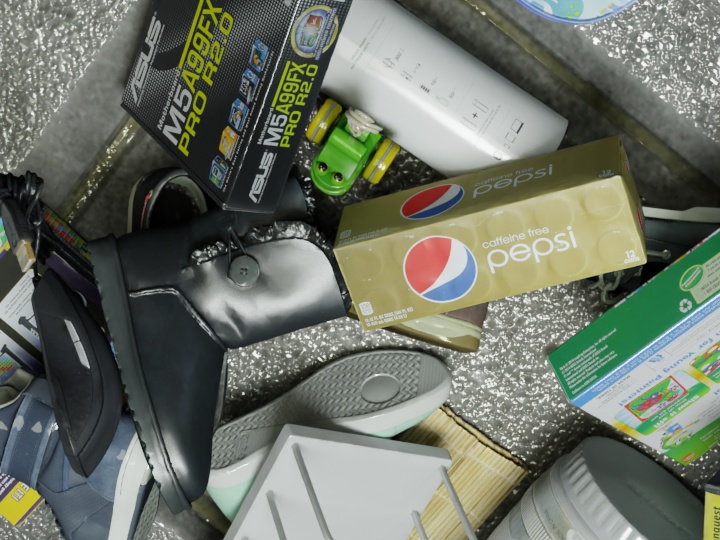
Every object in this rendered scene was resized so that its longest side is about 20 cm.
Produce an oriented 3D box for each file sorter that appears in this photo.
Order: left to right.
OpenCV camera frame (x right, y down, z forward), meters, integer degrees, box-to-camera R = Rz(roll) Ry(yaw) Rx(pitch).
[{"bbox_3d":[-0.019,0.234,1.314,0.138,0.125,0.201,12,123,-28],"label":"file sorter"}]

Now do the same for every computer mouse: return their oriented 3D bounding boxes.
[{"bbox_3d":[-0.195,0.028,1.213,0.046,0.141,0.202,-14,66,-4],"label":"computer mouse"}]

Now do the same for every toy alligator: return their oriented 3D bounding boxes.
[{"bbox_3d":[-0.012,-0.076,1.212,0.059,0.200,0.055,34,91,-1],"label":"toy alligator"}]

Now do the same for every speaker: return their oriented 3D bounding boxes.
[{"bbox_3d":[0.041,-0.125,1.254,0.199,0.081,0.082,33,110,-6],"label":"speaker"}]

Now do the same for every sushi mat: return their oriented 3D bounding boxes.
[{"bbox_3d":[0.031,0.195,1.405,0.095,0.012,0.200,37,110,-9],"label":"sushi mat"}]

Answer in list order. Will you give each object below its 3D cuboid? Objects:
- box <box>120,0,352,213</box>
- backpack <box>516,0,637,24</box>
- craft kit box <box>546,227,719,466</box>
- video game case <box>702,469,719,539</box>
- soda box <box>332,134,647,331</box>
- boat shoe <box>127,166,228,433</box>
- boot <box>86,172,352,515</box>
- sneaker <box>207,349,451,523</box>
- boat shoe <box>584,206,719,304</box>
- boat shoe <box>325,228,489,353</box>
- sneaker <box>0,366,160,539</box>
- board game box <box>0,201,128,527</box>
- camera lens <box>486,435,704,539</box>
[{"bbox_3d":[-0.081,-0.163,1.220,0.044,0.160,0.202,3,118,-40],"label":"box"},{"bbox_3d":[0.126,-0.263,1.160,0.200,0.147,0.183,44,111,-12],"label":"backpack"},{"bbox_3d":[0.254,0.043,1.244,0.199,0.049,0.197,-37,143,17],"label":"craft kit box"},{"bbox_3d":[0.285,0.196,1.283,0.025,0.200,0.183,10,113,30],"label":"video game case"},{"bbox_3d":[0.087,-0.025,1.212,0.198,0.064,0.068,-15,116,14],"label":"soda box"},{"bbox_3d":[-0.128,0.027,1.301,0.073,0.063,0.204,-4,90,-23],"label":"boat shoe"},{"bbox_3d":[-0.082,0.046,1.230,0.166,0.076,0.202,-16,77,-5],"label":"boot"},{"bbox_3d":[-0.015,0.139,1.370,0.199,0.074,0.119,-23,129,0],"label":"sneaker"},{"bbox_3d":[0.186,-0.009,1.269,0.197,0.073,0.063,0,78,-3],"label":"boat shoe"},{"bbox_3d":[0.000,0.000,1.315,0.199,0.072,0.067,20,82,12],"label":"boat shoe"},{"bbox_3d":[-0.222,0.157,1.335,0.145,0.077,0.204,21,131,4],"label":"sneaker"},{"bbox_3d":[-0.255,0.067,1.371,0.165,0.057,0.200,41,108,-11],"label":"board game box"},{"bbox_3d":[0.157,0.243,1.328,0.159,0.160,0.201,35,110,-6],"label":"camera lens"}]
